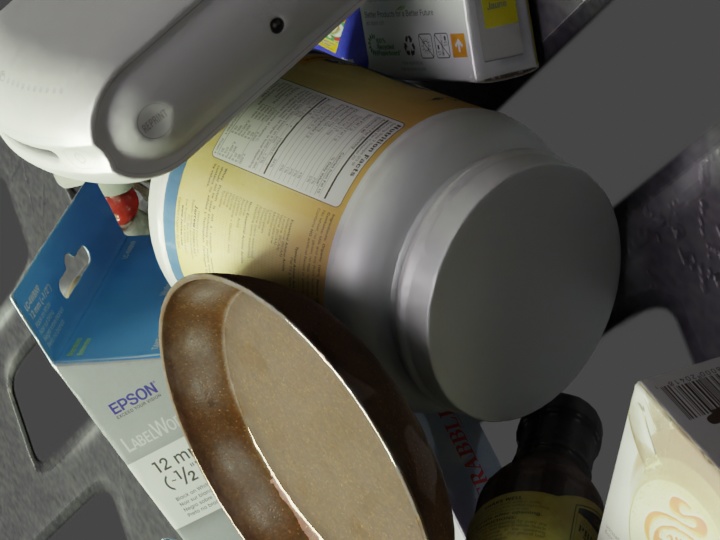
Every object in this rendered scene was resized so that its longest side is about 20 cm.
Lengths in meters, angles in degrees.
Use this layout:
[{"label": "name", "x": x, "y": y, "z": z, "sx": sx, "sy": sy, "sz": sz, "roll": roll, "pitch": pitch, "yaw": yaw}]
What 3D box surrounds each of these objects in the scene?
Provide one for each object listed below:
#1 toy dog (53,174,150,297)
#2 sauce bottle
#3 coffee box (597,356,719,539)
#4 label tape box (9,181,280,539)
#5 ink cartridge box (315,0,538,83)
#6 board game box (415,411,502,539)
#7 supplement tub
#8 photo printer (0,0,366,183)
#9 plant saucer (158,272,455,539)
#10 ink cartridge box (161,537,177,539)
[{"label": "toy dog", "x": -0.132, "y": -0.034, "z": 1.539, "sx": 0.096, "sy": 0.132, "sz": 0.200, "roll": -76, "pitch": 5, "yaw": -48}, {"label": "sauce bottle", "x": 0.078, "y": 0.128, "z": 1.136, "sx": 0.200, "sy": 0.065, "sz": 0.065, "roll": -71, "pitch": -9, "yaw": -53}, {"label": "coffee box", "x": 0.186, "y": 0.138, "z": 1.022, "sx": 0.200, "sy": 0.080, "sz": 0.115, "roll": 51, "pitch": 144, "yaw": 41}, {"label": "label tape box", "x": -0.082, "y": 0.049, "z": 1.299, "sx": 0.066, "sy": 0.143, "sz": 0.200, "roll": -26, "pitch": 109, "yaw": 22}, {"label": "ink cartridge box", "x": 0.007, "y": -0.194, "z": 1.250, "sx": 0.198, "sy": 0.047, "sz": 0.201, "roll": 10, "pitch": 110, "yaw": 62}, {"label": "board game box", "x": 0.048, "y": 0.193, "z": 1.351, "sx": 0.200, "sy": 0.041, "sz": 0.200, "roll": 63, "pitch": 151, "yaw": 23}, {"label": "supplement tub", "x": 0.010, "y": -0.018, "z": 1.197, "sx": 0.200, "sy": 0.144, "sz": 0.145, "roll": 24, "pitch": 123, "yaw": 44}, {"label": "photo printer", "x": -0.090, "y": -0.124, "z": 1.206, "sx": 0.069, "sy": 0.200, "sz": 0.166, "roll": 55, "pitch": 166, "yaw": -30}, {"label": "plant saucer", "x": -0.020, "y": 0.083, "z": 1.152, "sx": 0.200, "sy": 0.034, "sz": 0.201, "roll": 40, "pitch": 147, "yaw": 33}, {"label": "ink cartridge box", "x": -0.095, "y": 0.269, "z": 1.380, "sx": 0.200, "sy": 0.083, "sz": 0.146, "roll": -66, "pitch": 26, "yaw": 18}]
